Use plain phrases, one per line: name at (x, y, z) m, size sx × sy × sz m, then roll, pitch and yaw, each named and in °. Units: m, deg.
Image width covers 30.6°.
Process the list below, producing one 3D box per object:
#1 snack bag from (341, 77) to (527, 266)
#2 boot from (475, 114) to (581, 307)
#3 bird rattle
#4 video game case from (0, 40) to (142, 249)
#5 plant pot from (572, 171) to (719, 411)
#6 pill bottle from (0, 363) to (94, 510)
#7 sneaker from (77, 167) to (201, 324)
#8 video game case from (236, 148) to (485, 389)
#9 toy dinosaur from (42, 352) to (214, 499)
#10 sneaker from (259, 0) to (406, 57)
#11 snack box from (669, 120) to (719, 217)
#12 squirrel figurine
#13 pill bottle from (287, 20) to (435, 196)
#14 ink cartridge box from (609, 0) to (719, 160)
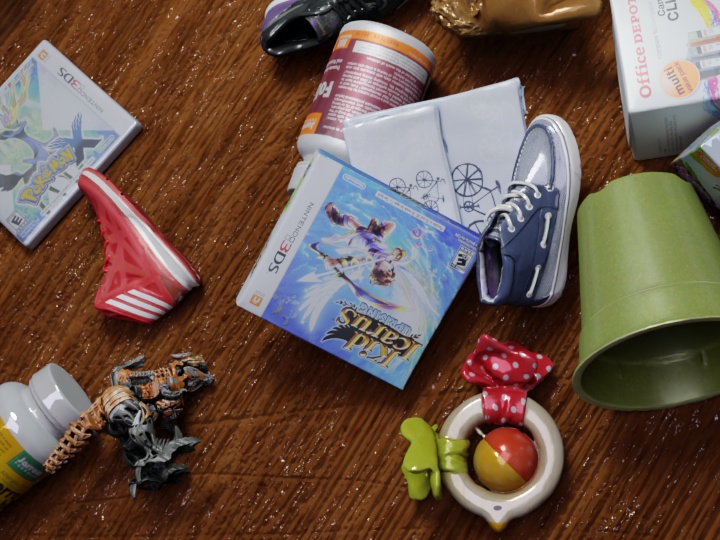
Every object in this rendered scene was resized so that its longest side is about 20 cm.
snack bag at (0.096, -0.090, 1.389) m, size 0.200 × 0.021 × 0.189 m, roll -14°, pitch 102°, yaw -3°
boot at (0.168, -0.060, 1.339) m, size 0.073 × 0.090 × 0.200 m, roll 5°, pitch 94°, yaw 49°
bird rattle at (0.135, 0.172, 1.348) m, size 0.200 × 0.113 × 0.163 m, roll -41°, pitch 80°, yaw -13°
video game case at (-0.391, -0.155, 1.593) m, size 0.182 × 0.022 × 0.200 m, roll 41°, pitch 88°, yaw 21°
plant pot at (0.292, 0.012, 1.300) m, size 0.200 × 0.200 × 0.190 m, roll -12°, pitch 59°, yaw 11°
pill bottle at (-0.394, 0.194, 1.447) m, size 0.200 × 0.113 × 0.113 m, roll -37°, pitch 69°, yaw 1°
sneaker at (-0.284, -0.020, 1.499) m, size 0.116 × 0.078 × 0.200 m, roll -44°, pitch 68°, yaw -2°
video game case at (0.000, 0.000, 1.368) m, size 0.200 × 0.045 × 0.181 m, roll 27°, pitch 100°, yaw -9°
toy dinosaur at (-0.242, 0.166, 1.417) m, size 0.200 × 0.102 × 0.136 m, roll -35°, pitch 73°, yaw -8°
sneaker at (-0.021, -0.291, 1.486) m, size 0.200 × 0.076 × 0.088 m, roll -23°, pitch 28°, yaw 20°
snack box at (0.399, -0.056, 1.272) m, size 0.053 × 0.142 × 0.200 m, roll -44°, pitch 87°, yaw -2°
squirrel figurine at (0.153, -0.348, 1.408) m, size 0.200 × 0.142 × 0.187 m, roll -7°, pitch 95°, yaw 6°
pill bottle at (-0.002, -0.161, 1.446) m, size 0.114 × 0.114 × 0.200 m, roll 17°, pitch 79°, yaw 18°
ink cartridge box at (0.365, -0.216, 1.352) m, size 0.200 × 0.145 × 0.146 m, roll -10°, pitch 73°, yaw 13°
